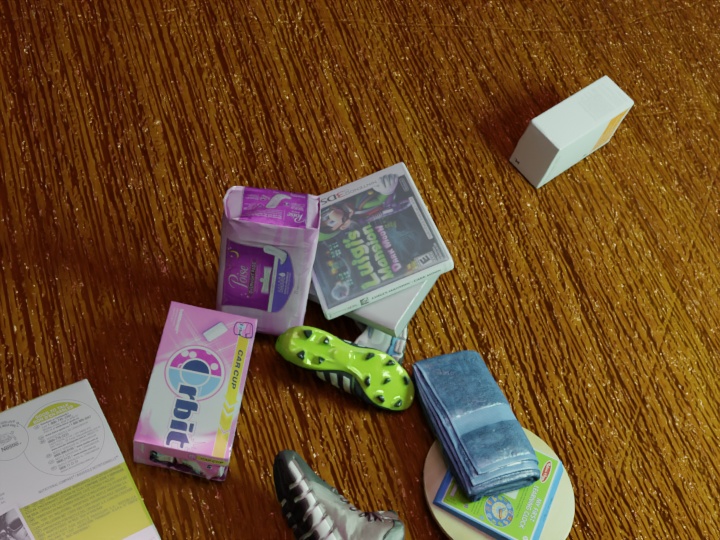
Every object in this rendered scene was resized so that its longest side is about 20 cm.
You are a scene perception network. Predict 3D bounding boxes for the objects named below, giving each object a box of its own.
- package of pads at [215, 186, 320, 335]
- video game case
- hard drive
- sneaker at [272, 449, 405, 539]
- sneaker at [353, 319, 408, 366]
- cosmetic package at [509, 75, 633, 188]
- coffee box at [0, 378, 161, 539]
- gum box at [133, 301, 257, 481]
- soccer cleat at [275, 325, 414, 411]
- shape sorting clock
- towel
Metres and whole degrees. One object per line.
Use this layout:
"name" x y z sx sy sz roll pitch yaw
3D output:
"package of pads" -0.120 -0.007 1.154 0.118 0.202 0.077 6 42 -6
"video game case" 0.009 -0.045 1.236 0.179 0.024 0.202 -22 51 -1
"hard drive" 0.000 0.000 1.236 0.197 0.027 0.133 22 62 29
"sneaker" -0.017 0.288 1.079 0.114 0.076 0.202 -22 76 -32
"sneaker" 0.026 0.033 1.254 0.085 0.076 0.203 8 54 -1
"cosmetic package" 0.344 -0.227 1.494 0.198 0.102 0.071 -32 70 -30
"coffee box" -0.327 0.266 0.919 0.197 0.201 0.199 -22 65 -26
"gum box" -0.199 0.148 1.114 0.111 0.067 0.203 12 55 -6
"soccer cleat" -0.018 0.123 1.184 0.198 0.081 0.069 28 76 -20
"shape sorting clock" 0.174 0.275 1.152 0.195 0.040 0.202 5 46 -5
"towel" 0.144 0.190 1.166 0.109 0.049 0.202 -11 48 -19
